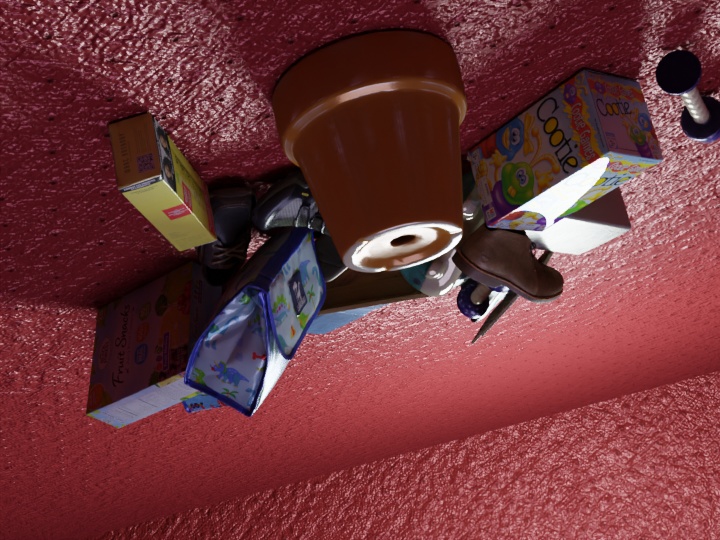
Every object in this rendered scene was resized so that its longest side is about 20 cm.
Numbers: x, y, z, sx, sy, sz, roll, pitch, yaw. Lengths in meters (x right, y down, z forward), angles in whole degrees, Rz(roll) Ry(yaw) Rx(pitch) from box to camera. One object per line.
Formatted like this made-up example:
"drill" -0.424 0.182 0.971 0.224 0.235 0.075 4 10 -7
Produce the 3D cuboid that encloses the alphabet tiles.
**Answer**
"alphabet tiles" 0.231 0.030 1.618 0.167 0.006 0.200 -50 177 25

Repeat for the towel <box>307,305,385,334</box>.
"towel" -0.019 0.044 1.714 0.198 0.049 0.111 -27 157 33

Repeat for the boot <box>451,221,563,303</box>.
"boot" 0.208 -0.013 1.400 0.198 0.074 0.076 16 115 -43

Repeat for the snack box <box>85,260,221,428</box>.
"snack box" -0.284 0.105 1.506 0.198 0.171 0.067 -26 141 30

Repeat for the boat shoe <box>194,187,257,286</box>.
"boat shoe" -0.161 -0.038 1.343 0.073 0.074 0.200 -8 161 -14

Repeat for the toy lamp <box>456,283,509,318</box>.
"toy lamp" 0.187 0.018 1.572 0.057 0.059 0.200 -9 167 -11

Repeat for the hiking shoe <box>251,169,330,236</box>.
"hiking shoe" -0.028 -0.069 1.293 0.197 0.102 0.076 -15 160 -9

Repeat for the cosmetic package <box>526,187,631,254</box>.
"cosmetic package" 0.274 -0.080 1.520 0.198 0.074 0.103 5 155 -44

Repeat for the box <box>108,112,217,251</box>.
"box" -0.208 -0.089 1.169 0.049 0.076 0.200 -14 160 4

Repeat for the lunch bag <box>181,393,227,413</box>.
"lunch bag" -0.181 0.095 1.582 0.149 0.201 0.095 -13 126 37

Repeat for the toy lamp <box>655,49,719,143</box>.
"toy lamp" 0.396 -0.198 1.295 0.058 0.059 0.199 -21 161 23

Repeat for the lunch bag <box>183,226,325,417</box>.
"lunch bag" -0.123 0.051 1.384 0.126 0.171 0.202 24 125 4

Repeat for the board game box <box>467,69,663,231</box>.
"board game box" 0.238 -0.135 1.292 0.104 0.105 0.199 2 156 -38

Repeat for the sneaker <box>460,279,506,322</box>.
"sneaker" 0.226 0.026 1.787 0.085 0.079 0.200 -11 161 -17

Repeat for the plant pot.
"plant pot" 0.024 -0.106 1.102 0.197 0.186 0.201 -12 162 -4

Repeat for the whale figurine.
"whale figurine" 0.105 -0.058 1.427 0.103 0.160 0.201 29 146 8

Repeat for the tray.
"tray" 0.000 0.000 1.518 0.197 0.100 0.037 -9 -173 -11

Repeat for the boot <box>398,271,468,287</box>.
"boot" 0.142 -0.029 1.611 0.130 0.069 0.199 -32 162 33

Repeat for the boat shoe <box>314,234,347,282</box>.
"boat shoe" 0.011 -0.058 1.429 0.200 0.072 0.066 -36 -177 22
